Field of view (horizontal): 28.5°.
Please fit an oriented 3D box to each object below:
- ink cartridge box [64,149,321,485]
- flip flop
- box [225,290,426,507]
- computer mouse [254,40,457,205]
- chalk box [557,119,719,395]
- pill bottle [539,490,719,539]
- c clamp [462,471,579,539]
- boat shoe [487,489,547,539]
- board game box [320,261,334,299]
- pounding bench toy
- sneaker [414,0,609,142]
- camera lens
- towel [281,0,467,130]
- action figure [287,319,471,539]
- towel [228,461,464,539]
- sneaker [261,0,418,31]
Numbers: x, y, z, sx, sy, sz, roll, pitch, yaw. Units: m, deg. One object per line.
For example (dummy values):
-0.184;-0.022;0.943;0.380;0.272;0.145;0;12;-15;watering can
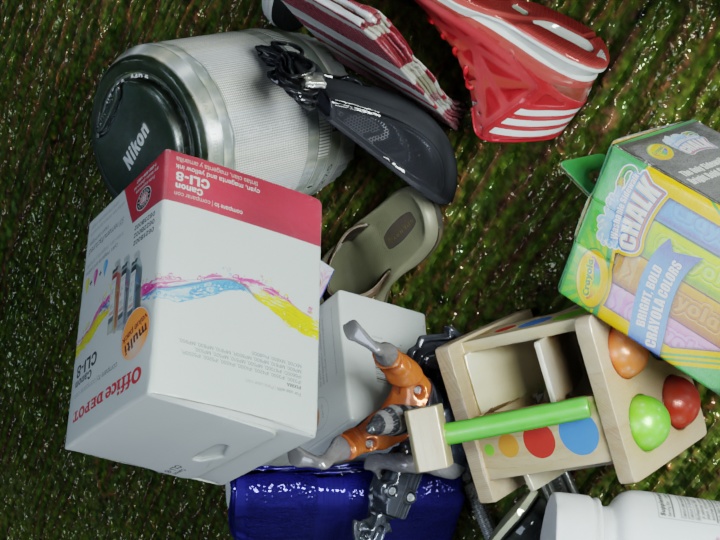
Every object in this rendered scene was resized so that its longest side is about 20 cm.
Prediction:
-0.126;0.042;1.090;0.145;0.144;0.201;-34;48;47;ink cartridge box
0.000;0.000;1.253;0.081;0.057;0.200;57;133;14;flip flop
-0.032;0.125;1.262;0.200;0.097;0.125;-38;47;42;box
0.012;-0.126;1.147;0.053;0.200;0.139;-51;24;8;computer mouse
0.228;-0.021;0.997;0.200;0.124;0.124;35;123;31;chalk box
0.230;0.219;1.011;0.198;0.113;0.114;7;112;2;pill bottle
0.128;0.224;1.226;0.170;0.027;0.201;-19;90;43;c clamp
0.125;0.241;1.149;0.063;0.074;0.202;37;146;17;boat shoe
-0.120;0.086;1.275;0.041;0.201;0.199;33;161;-19;board game box
0.146;0.098;1.048;0.155;0.199;0.125;-15;93;40;pounding bench toy
0.082;-0.166;1.096;0.199;0.078;0.116;34;127;12;sneaker
-0.119;-0.123;1.226;0.159;0.199;0.161;14;112;38;camera lens
-0.004;-0.186;1.123;0.144;0.200;0.023;34;89;29;towel
0.039;0.140;1.106;0.104;0.193;0.201;16;91;49;action figure
-0.015;0.208;1.232;0.148;0.198;0.050;99;170;-56;towel
-0.001;-0.242;1.171;0.112;0.073;0.200;56;130;16;sneaker
